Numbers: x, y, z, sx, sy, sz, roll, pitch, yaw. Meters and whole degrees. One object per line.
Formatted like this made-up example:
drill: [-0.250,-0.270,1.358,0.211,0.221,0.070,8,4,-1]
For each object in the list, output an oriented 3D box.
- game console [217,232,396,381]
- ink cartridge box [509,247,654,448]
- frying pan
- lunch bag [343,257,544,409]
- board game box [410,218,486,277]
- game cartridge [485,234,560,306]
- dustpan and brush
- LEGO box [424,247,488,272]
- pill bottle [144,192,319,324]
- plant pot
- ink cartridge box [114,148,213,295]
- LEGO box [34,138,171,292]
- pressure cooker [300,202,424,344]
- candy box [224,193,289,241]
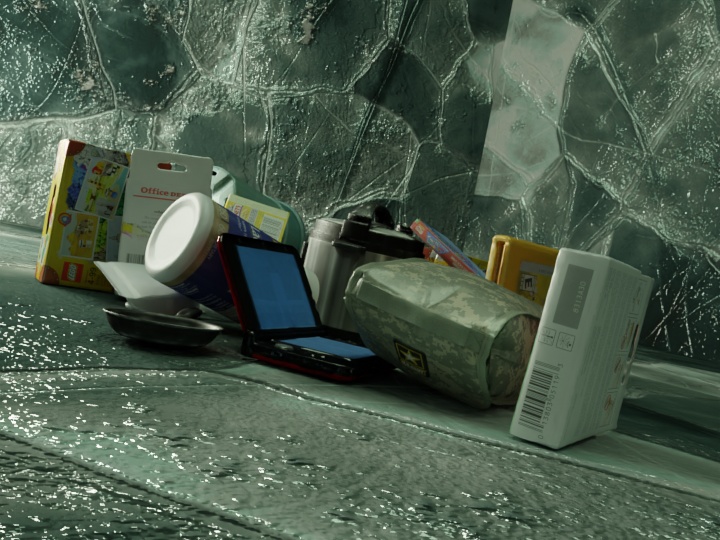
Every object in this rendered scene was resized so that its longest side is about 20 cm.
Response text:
game console: [-0.046,0.038,0.841,0.172,0.119,0.200,11,2,19]
ink cartridge box: [0.208,0.070,0.705,0.050,0.161,0.200,16,3,29]
frying pan: [-0.205,0.052,0.788,0.115,0.031,0.190,11,-2,-21]
lunch bag: [0.091,0.059,0.786,0.164,0.118,0.200,25,6,31]
board game box: [0.157,0.008,1.070,0.200,0.019,0.103,47,11,32]
game cartridge: [0.220,0.059,0.945,0.200,0.177,0.032,10,1,-38]
dustpan and brush: [-0.231,0.038,1.002,0.200,0.057,0.140,3,17,-34]
LEGO box: [0.158,0.046,1.357,0.077,0.149,0.200,12,2,26]
pill bottle: [-0.152,-0.001,0.956,0.200,0.116,0.116,33,-13,-38]
plant pot: [-0.230,-0.076,1.374,0.200,0.201,0.196,12,-16,31]
ink cartridge box: [-0.269,-0.060,1.077,0.116,0.200,0.067,7,-2,-12]
LEGO box: [-0.371,-0.074,1.123,0.149,0.200,0.077,10,1,-30]
pressure cooker: [0.003,0.001,1.123,0.178,0.200,0.176,11,5,-27]
candy box: [-0.179,-0.029,1.193,0.102,0.200,0.026,16,-41,-5]
